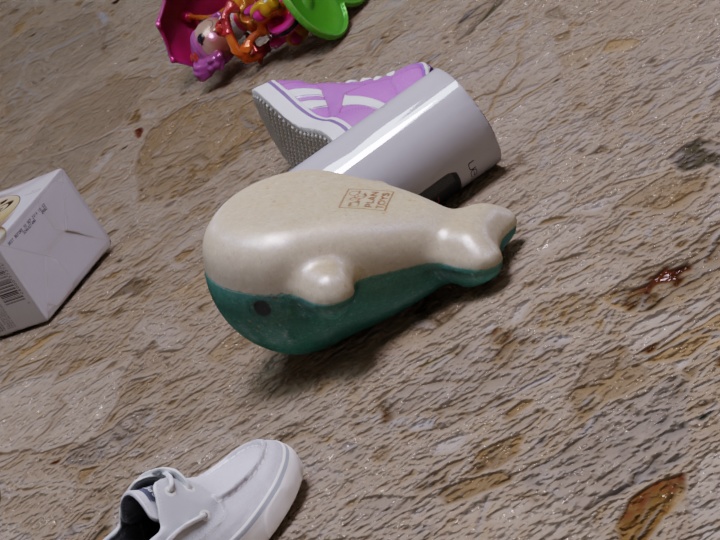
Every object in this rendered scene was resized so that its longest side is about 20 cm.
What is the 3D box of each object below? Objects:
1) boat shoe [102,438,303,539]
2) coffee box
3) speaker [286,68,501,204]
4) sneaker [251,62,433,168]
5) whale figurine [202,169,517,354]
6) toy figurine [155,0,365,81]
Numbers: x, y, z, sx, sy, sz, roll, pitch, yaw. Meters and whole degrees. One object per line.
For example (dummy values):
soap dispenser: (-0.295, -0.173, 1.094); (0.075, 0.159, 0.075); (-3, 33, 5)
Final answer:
boat shoe: (-0.112, 0.151, 1.691); (0.200, 0.069, 0.072); (-42, 21, -28)
coffee box: (-0.314, 0.003, 2.382); (0.200, 0.080, 0.113); (-17, 24, 37)
speaker: (-0.003, -0.053, 2.023); (0.200, 0.081, 0.081); (-36, 19, -12)
sneaker: (0.001, -0.116, 2.214); (0.114, 0.073, 0.200); (-33, 28, -15)
whale figurine: (0.000, 0.000, 1.897); (0.200, 0.104, 0.159); (-1, 26, 13)
toy figurine: (-0.101, -0.232, 2.633); (0.184, 0.150, 0.200); (-37, 38, 31)
